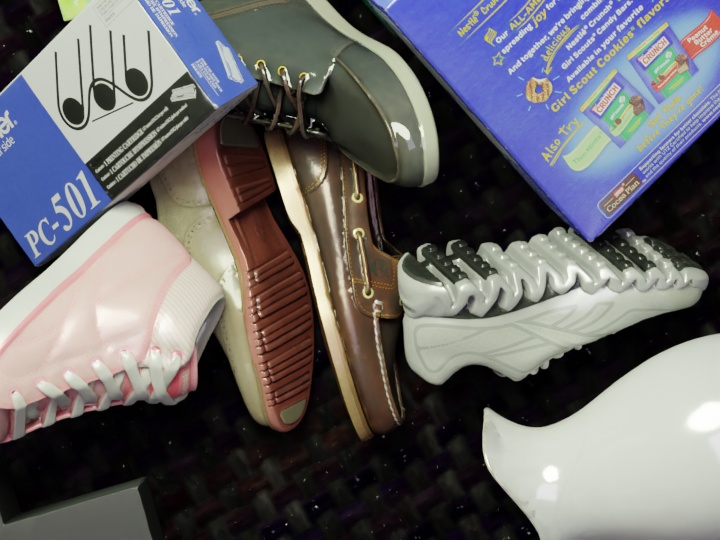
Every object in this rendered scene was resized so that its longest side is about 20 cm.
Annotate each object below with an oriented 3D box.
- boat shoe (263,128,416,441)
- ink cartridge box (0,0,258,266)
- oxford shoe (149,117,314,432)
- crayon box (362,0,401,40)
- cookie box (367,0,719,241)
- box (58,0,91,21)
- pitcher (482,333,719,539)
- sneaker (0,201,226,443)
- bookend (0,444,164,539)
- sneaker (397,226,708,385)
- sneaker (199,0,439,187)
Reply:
[{"bbox_3d":[0.000,0.000,1.228,0.070,0.070,0.201,-15,91,1],"label":"boat shoe"},{"bbox_3d":[-0.153,-0.090,1.181,0.200,0.044,0.094,-35,91,42],"label":"ink cartridge box"},{"bbox_3d":[-0.082,0.003,1.242,0.074,0.070,0.201,-11,93,28],"label":"oxford shoe"},{"bbox_3d":[0.001,-0.255,1.232,0.119,0.058,0.200,-42,91,0],"label":"crayon box"},{"bbox_3d":[0.125,-0.150,1.192,0.171,0.075,0.200,-44,114,0],"label":"cookie box"},{"bbox_3d":[-0.104,-0.238,1.197,0.199,0.036,0.145,-10,102,23],"label":"box"},{"bbox_3d":[0.191,0.133,1.219,0.199,0.121,0.172,-18,111,10],"label":"pitcher"},{"bbox_3d":[-0.155,0.055,1.157,0.104,0.075,0.200,37,60,9],"label":"sneaker"},{"bbox_3d":[-0.209,0.149,1.219,0.197,0.092,0.201,-17,89,-2],"label":"bookend"},{"bbox_3d":[0.115,0.022,1.226,0.199,0.075,0.082,-5,114,-17],"label":"sneaker"},{"bbox_3d":[-0.042,-0.098,1.173,0.106,0.200,0.075,-21,134,-25],"label":"sneaker"}]
